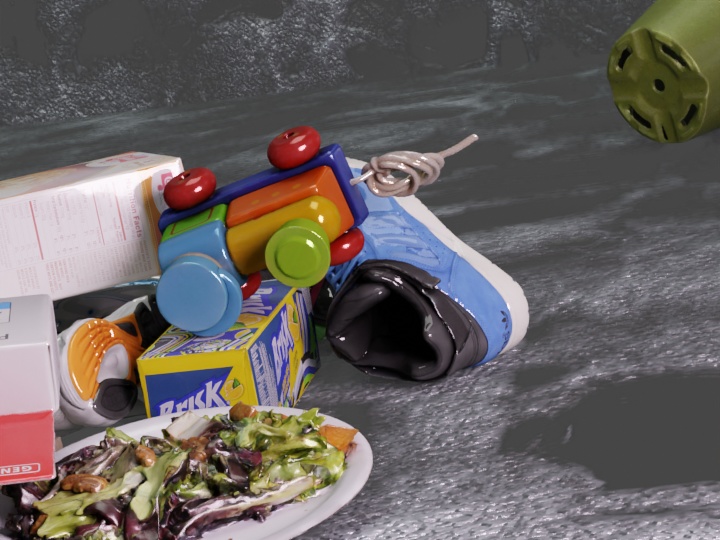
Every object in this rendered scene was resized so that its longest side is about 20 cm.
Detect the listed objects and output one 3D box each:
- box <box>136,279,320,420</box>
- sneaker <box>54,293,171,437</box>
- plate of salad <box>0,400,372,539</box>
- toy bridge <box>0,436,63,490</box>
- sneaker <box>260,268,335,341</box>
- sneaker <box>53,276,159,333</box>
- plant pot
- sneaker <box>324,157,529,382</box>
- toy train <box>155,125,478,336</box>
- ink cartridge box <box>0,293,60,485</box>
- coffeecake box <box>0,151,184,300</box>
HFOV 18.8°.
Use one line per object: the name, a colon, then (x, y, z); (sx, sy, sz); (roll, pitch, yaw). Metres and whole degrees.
box: (-0.076, 0.056, 1.322); (0.069, 0.065, 0.200); (-7, 10, 10)
sneaker: (-0.167, 0.063, 1.311); (0.091, 0.076, 0.200); (-17, -6, 16)
plate of salad: (-0.093, 0.100, 1.092); (0.198, 0.048, 0.200); (-8, 19, 3)
toy bridge: (-0.183, 0.113, 1.206); (0.198, 0.027, 0.067); (-8, 11, 14)
sneaker: (-0.034, -0.002, 1.479); (0.198, 0.084, 0.077); (6, 20, -12)
sneaker: (-0.208, 0.043, 1.497); (0.198, 0.076, 0.087); (-8, 16, 4)
plant pot: (0.349, -0.218, 2.189); (0.199, 0.201, 0.190); (2, 28, 47)
sneaker: (0.000, -0.001, 1.365); (0.200, 0.077, 0.111); (38, 33, 21)
toy train: (-0.027, -0.029, 1.271); (0.199, 0.085, 0.116); (-20, 20, 12)
ink cartridge box: (-0.254, 0.066, 1.113); (0.198, 0.045, 0.176); (-6, 17, -6)
coffeecake box: (-0.219, -0.020, 1.405); (0.199, 0.074, 0.153); (-14, 8, -17)
